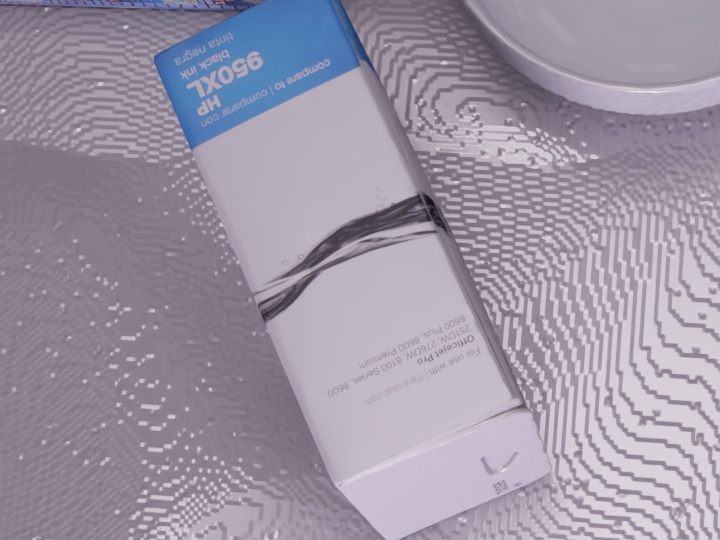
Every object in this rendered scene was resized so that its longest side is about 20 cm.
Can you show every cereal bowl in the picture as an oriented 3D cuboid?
[{"bbox_3d":[0.133,-0.160,0.967,0.199,0.083,0.201,-3,74,9],"label":"cereal bowl"}]

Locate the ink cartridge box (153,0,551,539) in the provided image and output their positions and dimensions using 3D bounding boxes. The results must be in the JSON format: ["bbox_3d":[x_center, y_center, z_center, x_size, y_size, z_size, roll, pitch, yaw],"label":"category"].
[{"bbox_3d":[0.000,0.000,0.909,0.084,0.145,0.201,-25,71,3],"label":"ink cartridge box"}]

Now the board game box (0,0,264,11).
[{"bbox_3d":[-0.127,-0.205,1.033,0.199,0.062,0.201,-11,73,5],"label":"board game box"}]
